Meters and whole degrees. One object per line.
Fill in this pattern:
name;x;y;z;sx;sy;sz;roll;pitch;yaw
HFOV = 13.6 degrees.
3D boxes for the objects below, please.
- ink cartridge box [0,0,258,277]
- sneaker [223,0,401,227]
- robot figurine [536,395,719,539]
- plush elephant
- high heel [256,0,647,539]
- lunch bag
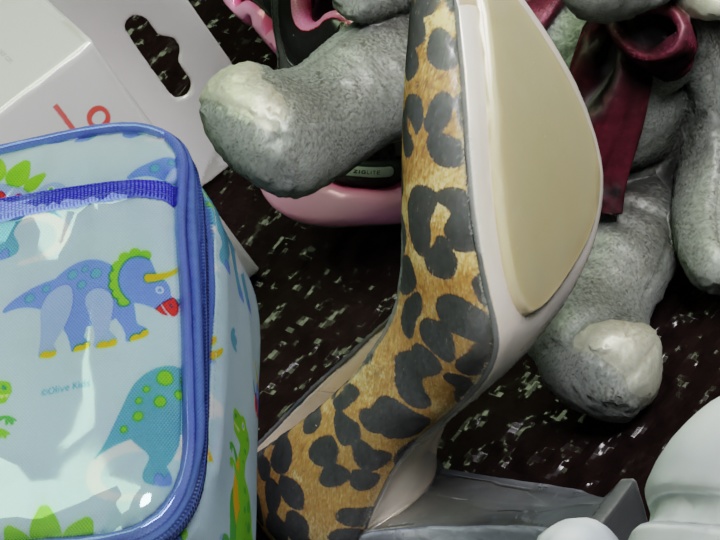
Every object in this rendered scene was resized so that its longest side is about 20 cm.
ink cartridge box;-0.119;-0.013;1.026;0.200;0.117;0.067;-41;36;-6
sneaker;-0.007;-0.107;1.047;0.078;0.096;0.201;-5;41;-9
robot figurine;0.107;0.108;0.700;0.169;0.113;0.201;11;77;28
plush elephant;0.081;-0.083;0.902;0.165;0.155;0.200;40;55;10
high heel;0.000;0.000;0.863;0.142;0.201;0.071;3;25;35
lunch bag;-0.131;0.042;0.880;0.199;0.083;0.161;-8;52;11
